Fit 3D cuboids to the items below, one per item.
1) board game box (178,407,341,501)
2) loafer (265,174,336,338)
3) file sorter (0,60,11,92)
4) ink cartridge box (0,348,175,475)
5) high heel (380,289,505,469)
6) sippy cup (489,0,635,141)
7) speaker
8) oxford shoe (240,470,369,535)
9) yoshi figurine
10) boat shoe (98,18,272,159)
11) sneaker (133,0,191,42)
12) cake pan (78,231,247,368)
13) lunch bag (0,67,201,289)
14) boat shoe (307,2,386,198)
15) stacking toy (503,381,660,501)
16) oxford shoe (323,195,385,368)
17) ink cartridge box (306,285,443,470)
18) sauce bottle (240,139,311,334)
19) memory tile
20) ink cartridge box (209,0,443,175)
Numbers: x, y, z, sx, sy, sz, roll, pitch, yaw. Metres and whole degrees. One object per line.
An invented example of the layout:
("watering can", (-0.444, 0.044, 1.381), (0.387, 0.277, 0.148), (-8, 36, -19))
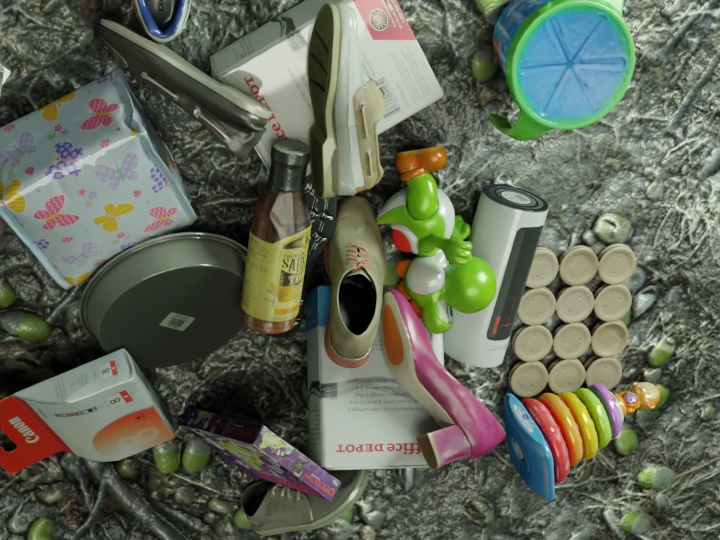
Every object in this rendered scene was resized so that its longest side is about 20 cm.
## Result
("board game box", (-0.117, 0.205, 1.448), (0.120, 0.199, 0.032), (36, 73, -26))
("loafer", (-0.077, -0.025, 1.414), (0.067, 0.070, 0.202), (8, 110, -21))
("file sorter", (-0.453, -0.140, 1.243), (0.138, 0.125, 0.200), (34, 103, -25))
("ink cartridge box", (-0.321, 0.174, 1.422), (0.199, 0.050, 0.163), (-25, 149, -4))
("high heel", (0.089, 0.109, 1.392), (0.095, 0.067, 0.202), (-18, 84, -26))
("sippy cup", (0.201, -0.232, 1.349), (0.177, 0.131, 0.140), (-26, 119, 0))
("speaker", (0.152, 0.008, 1.479), (0.080, 0.081, 0.202), (8, 112, -16))
("oxford shoe", (-0.071, 0.265, 1.514), (0.199, 0.075, 0.058), (-23, 118, 40))
("yoshi figurine", (0.097, -0.034, 1.398), (0.112, 0.112, 0.202), (-10, 92, -37))
("boat shoe", (-0.181, -0.178, 1.253), (0.199, 0.067, 0.057), (31, 101, 9))
("sneaker", (-0.191, -0.320, 1.240), (0.075, 0.088, 0.202), (-8, 115, -7))
("cake pan", (-0.201, 0.039, 1.386), (0.199, 0.037, 0.201), (-16, 145, -12))
("lunch bag", (-0.271, -0.082, 1.311), (0.169, 0.128, 0.200), (-27, 143, 0))
("boat shoe", (-0.011, -0.169, 1.272), (0.068, 0.075, 0.202), (-7, 124, -16))
("stacking toy", (0.280, 0.183, 1.573), (0.198, 0.116, 0.110), (-21, 134, -11))
("oxford shoe", (0.000, 0.000, 1.381), (0.070, 0.202, 0.075), (4, 153, -11))
("ink cartridge box", (0.016, 0.121, 1.446), (0.144, 0.084, 0.202), (1, 81, -14))
("sauce bottle", (-0.084, -0.034, 1.326), (0.065, 0.066, 0.202), (2, 118, -14))
("memory tile", (0.257, 0.062, 1.564), (0.152, 0.017, 0.202), (-4, 115, -12))
("ink cartridge box", (-0.037, -0.200, 1.334), (0.199, 0.085, 0.146), (-30, 118, 1))
